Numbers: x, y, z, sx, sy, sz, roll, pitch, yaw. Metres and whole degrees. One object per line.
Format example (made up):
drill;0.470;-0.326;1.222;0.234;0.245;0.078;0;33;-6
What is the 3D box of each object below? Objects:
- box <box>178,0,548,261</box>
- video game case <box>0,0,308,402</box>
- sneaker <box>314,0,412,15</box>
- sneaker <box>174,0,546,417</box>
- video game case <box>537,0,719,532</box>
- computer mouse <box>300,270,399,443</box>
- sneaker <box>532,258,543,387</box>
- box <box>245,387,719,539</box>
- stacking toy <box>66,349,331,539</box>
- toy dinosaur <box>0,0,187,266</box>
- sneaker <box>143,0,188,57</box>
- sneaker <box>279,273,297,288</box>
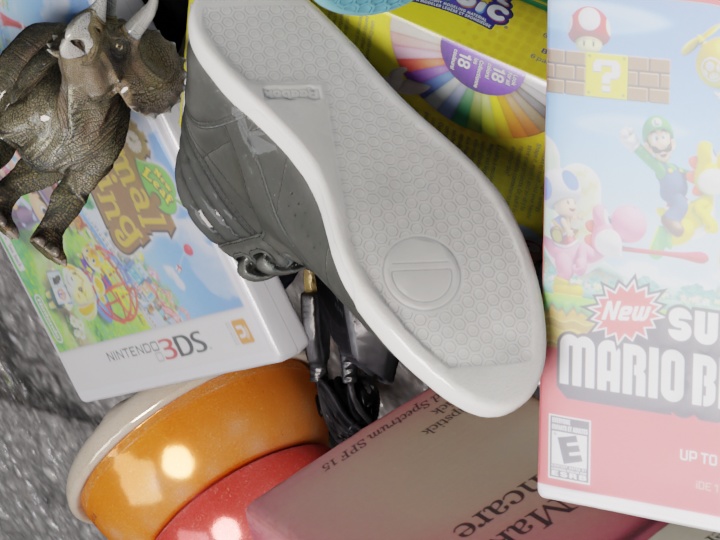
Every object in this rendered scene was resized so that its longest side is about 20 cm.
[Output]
box;0.027;-0.069;0.932;0.199;0.048;0.118;26;142;12
video game case;-0.122;-0.039;1.062;0.182;0.022;0.201;-14;104;53
sneaker;0.011;-0.205;0.838;0.200;0.079;0.131;-57;47;36
sneaker;-0.003;-0.012;0.893;0.200;0.071;0.099;52;153;19
video game case;0.130;-0.003;0.816;0.143;0.017;0.201;9;108;28
computer mouse;0.000;0.000;1.084;0.140;0.046;0.201;-135;34;-71
sneaker;0.113;-0.004;0.876;0.199;0.074;0.081;0;108;28
box;0.066;0.138;0.925;0.200;0.128;0.109;27;142;53
stacking toy;-0.041;0.147;1.156;0.200;0.146;0.146;56;152;20
toy dinosaur;-0.128;-0.066;0.964;0.077;0.102;0.200;41;169;-19
sneaker;-0.113;-0.126;1.080;0.072;0.083;0.200;54;150;2
sneaker;-0.071;-0.021;1.136;0.082;0.070;0.200;46;173;-36
